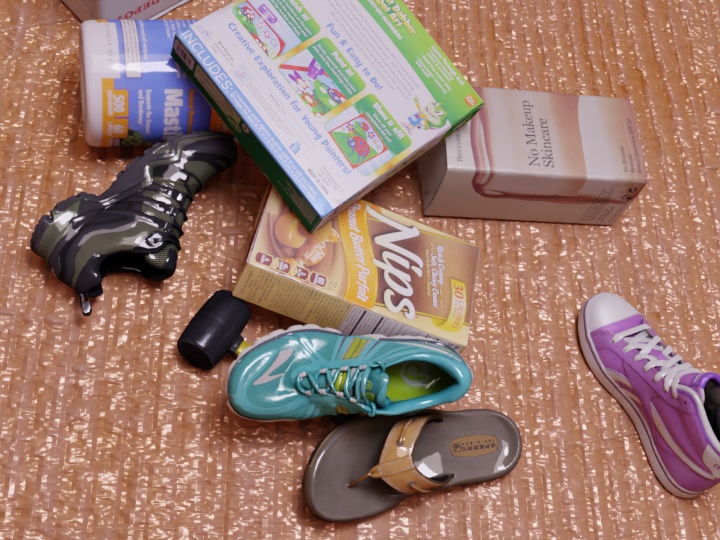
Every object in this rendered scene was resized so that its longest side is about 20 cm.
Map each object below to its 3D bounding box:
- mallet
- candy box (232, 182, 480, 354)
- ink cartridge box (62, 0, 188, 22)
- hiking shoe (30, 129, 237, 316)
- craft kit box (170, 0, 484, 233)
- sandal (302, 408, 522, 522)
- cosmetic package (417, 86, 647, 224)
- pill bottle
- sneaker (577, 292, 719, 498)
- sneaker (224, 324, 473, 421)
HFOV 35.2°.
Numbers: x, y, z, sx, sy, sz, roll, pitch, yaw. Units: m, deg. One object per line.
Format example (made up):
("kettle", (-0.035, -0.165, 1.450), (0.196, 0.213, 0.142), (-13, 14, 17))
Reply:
("mallet", (-0.055, 0.086, 0.959), (0.199, 0.041, 0.066), (28, 56, -4))
("candy box", (0.000, 0.000, 0.986), (0.199, 0.055, 0.116), (21, 50, -9))
("ink cartridge box", (-0.209, -0.331, 1.055), (0.145, 0.200, 0.083), (-36, 72, -28))
("hiking shoe", (-0.178, -0.042, 0.983), (0.200, 0.076, 0.101), (-35, 82, -18))
("craft kit box", (-0.027, -0.166, 0.982), (0.197, 0.049, 0.200), (-36, 85, -22))
("sandal", (0.049, 0.154, 0.922), (0.199, 0.055, 0.082), (-4, 83, -20))
("cosmetic package", (0.160, -0.110, 1.089), (0.199, 0.087, 0.104), (1, 63, -13))
("pill bottle", (-0.151, -0.170, 1.030), (0.199, 0.112, 0.113), (-3, 62, -15))
("sneaker", (0.271, 0.088, 0.992), (0.072, 0.114, 0.201), (-21, 67, -22))
("sneaker", (-0.008, 0.083, 0.899), (0.199, 0.080, 0.078), (-4, 96, -11))
